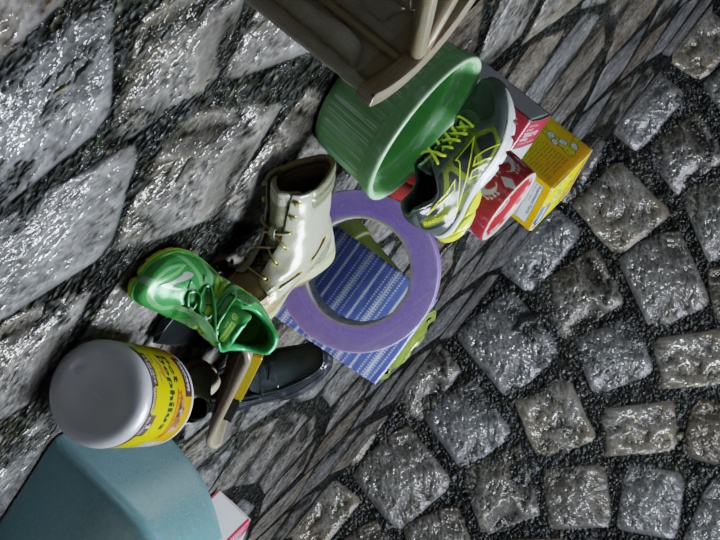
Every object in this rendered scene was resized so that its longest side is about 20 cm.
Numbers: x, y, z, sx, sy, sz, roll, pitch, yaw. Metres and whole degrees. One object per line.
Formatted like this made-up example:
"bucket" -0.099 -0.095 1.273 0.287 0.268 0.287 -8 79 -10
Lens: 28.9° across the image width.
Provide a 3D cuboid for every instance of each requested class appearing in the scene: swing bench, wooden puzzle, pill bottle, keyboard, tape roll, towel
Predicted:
"swing bench" -0.006 -0.261 0.968 0.130 0.199 0.200 -41 165 -39
"wooden puzzle" -0.140 0.097 1.727 0.186 0.037 0.201 -79 -172 -46
"pill bottle" -0.243 0.132 1.478 0.109 0.109 0.200 -51 168 2
"keyboard" -0.179 0.037 1.651 0.127 0.021 0.200 -51 169 3
"tape roll" 0.000 0.000 1.737 0.200 0.200 0.085 -51 177 4
"towel" -0.021 0.036 1.811 0.145 0.199 0.024 -54 -175 8

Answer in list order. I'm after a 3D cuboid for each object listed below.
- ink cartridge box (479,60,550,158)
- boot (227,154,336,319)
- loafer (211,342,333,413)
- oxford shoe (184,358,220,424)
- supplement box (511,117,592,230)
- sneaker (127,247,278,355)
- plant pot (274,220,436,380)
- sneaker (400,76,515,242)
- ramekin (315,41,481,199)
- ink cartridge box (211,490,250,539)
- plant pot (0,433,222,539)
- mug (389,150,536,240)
"ink cartridge box" 0.137 -0.169 1.888 0.201 0.146 0.083 -57 165 26
"boot" -0.100 -0.031 1.568 0.200 0.072 0.155 -39 150 -34
"loafer" -0.131 0.144 1.869 0.200 0.069 0.070 -21 156 18
"oxford shoe" -0.216 0.161 1.747 0.071 0.074 0.200 -53 168 14
"supplement box" 0.215 -0.176 2.027 0.109 0.200 0.109 -43 166 -32
"sneaker" -0.156 0.035 1.459 0.200 0.083 0.074 26 96 -45
"plant pot" -0.003 0.043 1.903 0.200 0.190 0.200 -48 167 -15
"sneaker" 0.112 -0.130 1.612 0.084 0.074 0.201 14 100 -36
"ramekin" 0.039 -0.189 1.588 0.200 0.098 0.200 -48 168 -14
"ink cartridge box" -0.285 0.503 2.482 0.145 0.084 0.200 -42 165 -33
"plant pot" -0.283 0.308 1.641 0.197 0.200 0.196 -55 167 18
"mug" 0.097 -0.125 1.743 0.178 0.200 0.134 -47 168 -18
